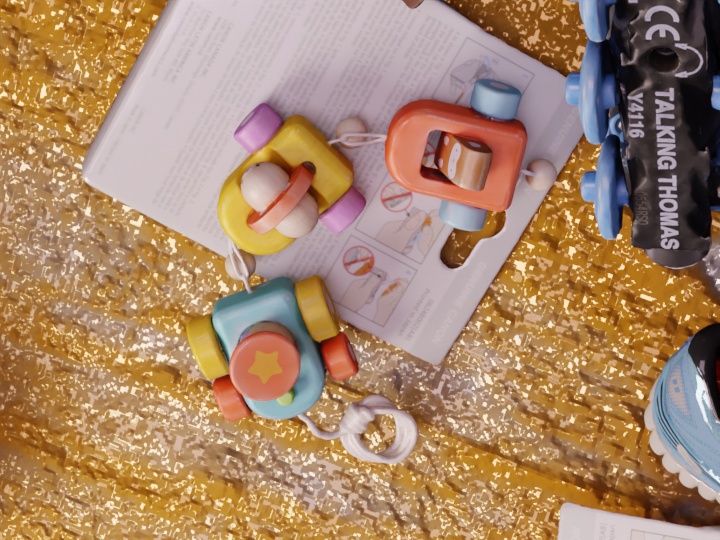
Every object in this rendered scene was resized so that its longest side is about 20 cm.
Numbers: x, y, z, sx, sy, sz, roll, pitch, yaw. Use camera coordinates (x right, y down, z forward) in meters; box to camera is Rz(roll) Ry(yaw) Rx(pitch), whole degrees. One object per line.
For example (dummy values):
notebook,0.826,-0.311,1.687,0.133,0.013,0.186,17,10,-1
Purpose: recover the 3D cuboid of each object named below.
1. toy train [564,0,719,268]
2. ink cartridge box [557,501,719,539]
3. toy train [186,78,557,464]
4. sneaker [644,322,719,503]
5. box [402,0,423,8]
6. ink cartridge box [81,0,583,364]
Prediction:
toy train,0.134,-0.097,0.957,0.086,0.115,0.201,2,132,13
ink cartridge box,0.189,0.196,1.076,0.199,0.050,0.163,9,104,17
toy train,0.000,0.000,1.045,0.150,0.056,0.201,17,107,-5
sneaker,0.209,0.097,0.991,0.200,0.090,0.078,37,67,20
box,-0.004,-0.221,0.980,0.200,0.075,0.100,45,151,-11
ink cartridge box,-0.010,-0.069,1.076,0.199,0.047,0.160,28,107,-11
